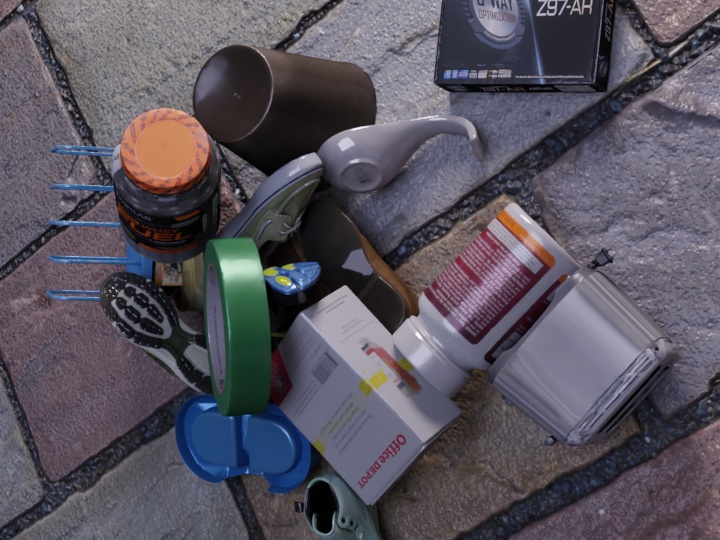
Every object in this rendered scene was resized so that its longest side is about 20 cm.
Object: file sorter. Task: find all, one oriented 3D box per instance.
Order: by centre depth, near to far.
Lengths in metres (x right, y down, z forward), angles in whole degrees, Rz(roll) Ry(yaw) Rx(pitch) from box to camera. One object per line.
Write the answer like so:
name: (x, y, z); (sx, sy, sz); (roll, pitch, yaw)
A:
file sorter: (-0.334, -0.059, 1.598); (0.139, 0.122, 0.201); (-171, 83, -71)

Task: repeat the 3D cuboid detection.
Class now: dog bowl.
dog bowl: (-0.133, 0.206, 1.530); (0.199, 0.050, 0.112); (4, 101, 30)

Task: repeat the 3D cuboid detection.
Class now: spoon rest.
spoon rest: (0.045, -0.140, 1.469); (0.199, 0.099, 0.061); (-10, 50, 15)

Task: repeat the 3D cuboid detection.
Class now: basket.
basket: (-0.096, -0.187, 1.480); (0.136, 0.200, 0.181); (42, 105, 26)

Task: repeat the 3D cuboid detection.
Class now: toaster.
toaster: (0.241, 0.091, 1.311); (0.129, 0.114, 0.200); (45, 104, 22)

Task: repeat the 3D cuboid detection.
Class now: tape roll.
tape roll: (-0.141, 0.063, 1.412); (0.048, 0.200, 0.201); (-4, 80, -13)

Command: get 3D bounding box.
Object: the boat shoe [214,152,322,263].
boat shoe: (-0.100, -0.063, 1.484); (0.200, 0.072, 0.062); (-43, 77, 39)

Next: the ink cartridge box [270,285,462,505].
ink cartridge box: (-0.004, 0.142, 1.407); (0.200, 0.083, 0.145); (47, 134, 12)

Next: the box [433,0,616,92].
box: (0.188, -0.285, 1.421); (0.199, 0.043, 0.161); (6, 87, 30)

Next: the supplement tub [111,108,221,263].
supplement tub: (-0.220, -0.096, 1.428); (0.122, 0.200, 0.123); (2, 69, -5)

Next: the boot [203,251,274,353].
boot: (-0.168, 0.060, 1.559); (0.075, 0.074, 0.201); (-18, 87, 37)

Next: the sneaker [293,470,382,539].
sneaker: (-0.016, 0.327, 1.423); (0.074, 0.118, 0.201); (-21, 76, 24)

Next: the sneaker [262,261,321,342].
sneaker: (-0.085, 0.038, 1.423); (0.200, 0.071, 0.083); (150, 109, -71)

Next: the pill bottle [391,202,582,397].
pill bottle: (0.136, 0.034, 1.359); (0.200, 0.114, 0.114); (-46, 65, 7)

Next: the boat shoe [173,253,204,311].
boat shoe: (-0.207, -0.047, 1.611); (0.073, 0.063, 0.201); (144, 125, -67)

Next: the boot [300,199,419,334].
boot: (0.000, 0.000, 1.474); (0.074, 0.075, 0.200); (-46, 64, 18)

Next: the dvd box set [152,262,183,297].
dvd box set: (-0.256, -0.068, 1.603); (0.146, 0.029, 0.201); (152, 117, -68)

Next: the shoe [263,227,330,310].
shoe: (-0.067, 0.012, 1.526); (0.070, 0.053, 0.201); (-32, 71, 31)

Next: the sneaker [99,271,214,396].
sneaker: (-0.245, 0.085, 1.535); (0.200, 0.089, 0.077); (43, 67, -2)
